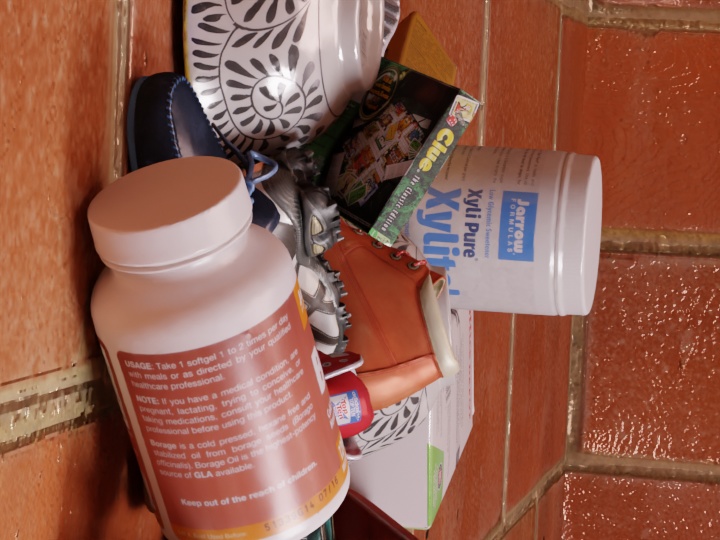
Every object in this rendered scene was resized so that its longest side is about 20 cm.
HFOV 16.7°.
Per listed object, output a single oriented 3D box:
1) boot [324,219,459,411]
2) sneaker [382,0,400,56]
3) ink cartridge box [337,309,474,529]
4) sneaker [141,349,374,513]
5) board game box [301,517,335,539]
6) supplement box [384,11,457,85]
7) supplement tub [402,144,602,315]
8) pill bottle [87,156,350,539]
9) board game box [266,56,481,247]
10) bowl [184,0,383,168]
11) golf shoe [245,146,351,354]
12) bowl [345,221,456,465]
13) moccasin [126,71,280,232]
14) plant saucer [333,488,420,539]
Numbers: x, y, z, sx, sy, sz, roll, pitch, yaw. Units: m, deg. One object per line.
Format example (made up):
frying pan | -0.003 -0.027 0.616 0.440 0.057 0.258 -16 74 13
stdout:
boot | 0.000 0.000 1.677 0.075 0.107 0.200 61 10 -71
sneaker | -0.022 -0.146 1.763 0.082 0.075 0.200 139 -40 -56
ink cartridge box | 0.038 0.103 2.035 0.200 0.084 0.146 -60 152 -66
sneaker | -0.058 0.093 1.477 0.200 0.112 0.071 -55 149 -66
board game box | -0.036 0.146 1.697 0.200 0.028 0.135 -60 146 -87
supplement box | 0.026 -0.122 1.872 0.069 0.067 0.200 48 25 -20
supplement tub | 0.085 -0.034 1.935 0.132 0.200 0.132 3 90 -78
pill bottle | -0.080 0.045 1.321 0.112 0.112 0.200 -68 148 -58
board game box | 0.004 -0.084 1.551 0.105 0.023 0.200 -59 -155 2
bowl | -0.039 -0.156 1.521 0.201 0.094 0.201 3 90 -78
golf shoe | -0.061 0.002 1.542 0.078 0.094 0.200 58 -14 34
bowl | 0.021 0.044 1.816 0.201 0.094 0.201 -5 90 -88
moccasin | -0.074 -0.030 1.412 0.081 0.068 0.200 -65 144 -45
plant saucer | 0.025 0.281 1.891 0.200 0.037 0.200 -153 -118 -66
